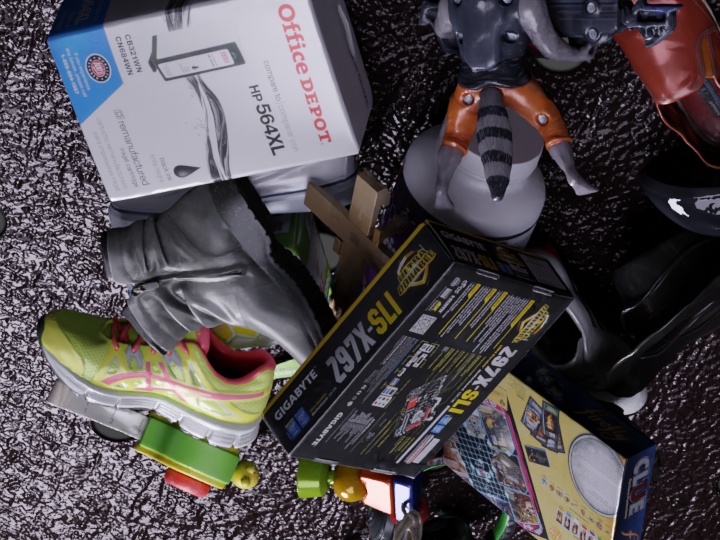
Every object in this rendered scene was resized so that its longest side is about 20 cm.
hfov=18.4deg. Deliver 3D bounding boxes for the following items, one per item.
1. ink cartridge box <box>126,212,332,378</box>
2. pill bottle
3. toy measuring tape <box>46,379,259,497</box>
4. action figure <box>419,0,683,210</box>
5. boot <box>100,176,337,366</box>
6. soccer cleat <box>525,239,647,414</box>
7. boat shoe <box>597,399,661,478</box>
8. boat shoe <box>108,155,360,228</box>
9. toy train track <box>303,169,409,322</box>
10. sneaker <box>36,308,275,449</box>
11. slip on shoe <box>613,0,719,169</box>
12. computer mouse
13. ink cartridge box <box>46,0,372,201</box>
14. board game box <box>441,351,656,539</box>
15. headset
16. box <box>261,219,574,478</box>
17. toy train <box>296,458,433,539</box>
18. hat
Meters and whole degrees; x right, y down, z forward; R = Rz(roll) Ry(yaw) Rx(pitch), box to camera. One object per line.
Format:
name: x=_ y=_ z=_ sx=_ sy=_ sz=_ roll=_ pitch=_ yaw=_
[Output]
ink cartridge box: x=-0.094 y=0.039 z=1.803 sx=0.146 sy=0.076 sz=0.201 roll=-7 pitch=130 yaw=11
pill bottle: x=0.073 y=-0.033 z=1.701 sx=0.111 sy=0.113 sz=0.201 roll=13 pitch=131 yaw=-8
toy measuring tape: x=-0.171 y=0.143 z=1.904 sx=0.199 sy=0.074 sz=0.074 roll=26 pitch=129 yaw=-21
action figure: x=0.122 y=-0.148 z=1.555 sx=0.198 sy=0.104 sz=0.196 roll=-6 pitch=90 yaw=26
boot: x=-0.102 y=0.029 z=1.687 sx=0.130 sy=0.068 sz=0.201 roll=-30 pitch=102 yaw=12
soccer cleat: x=0.173 y=0.063 z=1.799 sx=0.068 sy=0.086 sz=0.200 roll=-21 pitch=127 yaw=21
boat shoe: x=0.163 y=0.126 z=1.820 sx=0.199 sy=0.076 sz=0.074 roll=10 pitch=134 yaw=52
boat shoe: x=-0.100 y=-0.078 z=1.714 sx=0.198 sy=0.074 sz=0.067 roll=-10 pitch=117 yaw=0
toy train track: x=0.000 y=0.000 z=1.695 sx=0.115 sy=0.032 sz=0.201 roll=43 pitch=142 yaw=26
sneaker: x=-0.155 y=0.063 z=1.740 sx=0.199 sy=0.078 sz=0.091 roll=20 pitch=123 yaw=-20
slip on shoe: x=0.229 y=-0.153 z=1.615 sx=0.074 sy=0.061 sz=0.200 roll=-23 pitch=124 yaw=26
computer mouse: x=0.308 y=-0.055 z=1.661 sx=0.198 sy=0.139 sz=0.053 roll=1 pitch=119 yaw=17
ink cartridge box: x=-0.106 y=-0.147 z=1.620 sx=0.198 sy=0.085 sz=0.147 roll=-11 pitch=121 yaw=15
board game box: x=0.145 y=0.145 z=1.758 sx=0.034 sy=0.200 sz=0.137 roll=-21 pitch=131 yaw=-33
headset: x=0.050 y=0.226 z=1.983 sx=0.200 sy=0.094 sz=0.123 roll=-43 pitch=114 yaw=17
box: x=0.043 y=0.063 z=1.647 sx=0.159 sy=0.049 sz=0.200 roll=13 pitch=123 yaw=-51
toy train: x=-0.002 y=0.176 z=1.841 sx=0.114 sy=0.201 sz=0.085 roll=2 pitch=133 yaw=9
hat: x=0.244 y=0.013 z=1.737 sx=0.081 sy=0.200 sz=0.201 roll=51 pitch=128 yaw=15
